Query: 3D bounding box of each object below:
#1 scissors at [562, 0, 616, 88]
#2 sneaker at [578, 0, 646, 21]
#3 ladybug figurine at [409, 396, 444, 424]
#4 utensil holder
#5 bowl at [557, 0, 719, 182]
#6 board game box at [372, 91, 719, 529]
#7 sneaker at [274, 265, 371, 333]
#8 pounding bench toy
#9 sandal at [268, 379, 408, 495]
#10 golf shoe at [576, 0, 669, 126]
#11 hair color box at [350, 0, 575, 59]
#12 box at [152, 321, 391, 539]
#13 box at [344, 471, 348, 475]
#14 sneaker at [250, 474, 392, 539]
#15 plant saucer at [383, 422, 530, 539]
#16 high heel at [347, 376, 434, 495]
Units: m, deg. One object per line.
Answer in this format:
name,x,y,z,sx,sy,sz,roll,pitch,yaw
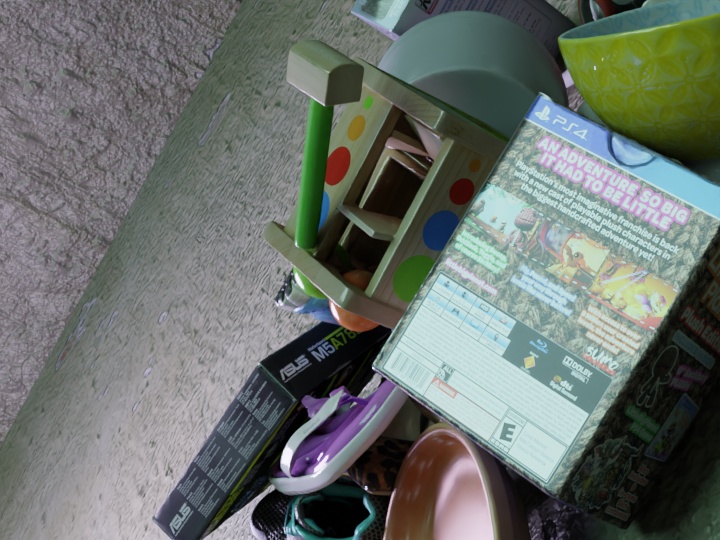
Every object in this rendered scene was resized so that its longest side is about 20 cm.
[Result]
scissors,0.191,-0.166,1.358,0.014,0.073,0.200,-38,-14,-20
sneaker,0.242,-0.290,1.343,0.079,0.074,0.201,-16,54,54
ladybug figurine,0.101,0.065,1.133,0.136,0.072,0.200,-39,30,-6
utensil holder,0.080,-0.101,1.268,0.170,0.170,0.200,-56,6,18
bowl,0.229,-0.113,0.995,0.200,0.199,0.108,-161,55,-73
board game box,0.133,0.023,0.981,0.159,0.097,0.201,34,93,38
sneaker,0.000,0.000,1.250,0.079,0.090,0.200,-59,0,26
pounding bench toy,0.006,-0.045,1.067,0.156,0.199,0.124,-61,36,8
sandal,-0.029,0.115,1.158,0.083,0.050,0.203,-55,7,-32
golf shoe,0.202,-0.150,1.201,0.200,0.088,0.078,-38,30,58
hair color box,0.093,-0.220,1.426,0.061,0.200,0.099,33,96,42
box,-0.055,0.111,1.288,0.193,0.048,0.200,-30,-20,-50
box,-0.022,0.204,1.366,0.118,0.048,0.200,-60,15,1
sneaker,-0.024,0.183,1.229,0.199,0.091,0.078,-8,66,45
plant saucer,0.063,0.200,1.055,0.200,0.037,0.201,-175,90,-71
high heel,0.037,0.081,1.207,0.200,0.071,0.143,-36,-43,-73
